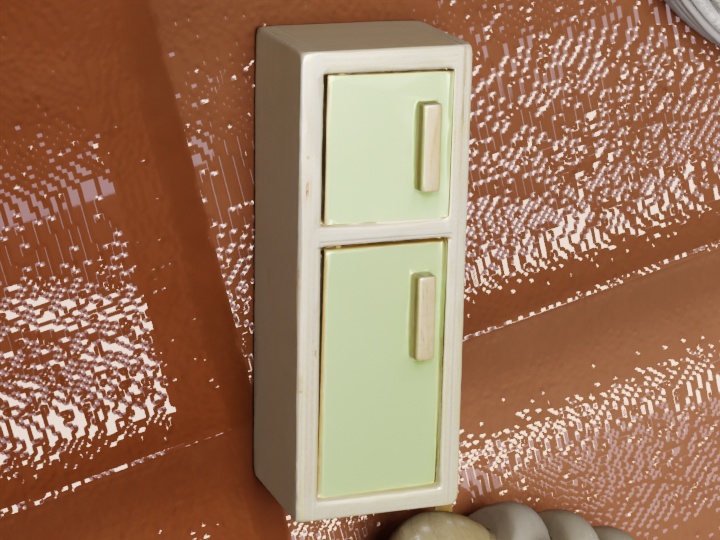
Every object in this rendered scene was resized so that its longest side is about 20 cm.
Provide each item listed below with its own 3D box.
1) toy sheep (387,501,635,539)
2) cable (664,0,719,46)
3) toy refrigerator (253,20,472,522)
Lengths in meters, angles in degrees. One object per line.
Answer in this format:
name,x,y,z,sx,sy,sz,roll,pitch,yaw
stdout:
toy sheep,0.089,0.173,0.988,0.200,0.138,0.138,40,89,-17
cable,0.208,-0.184,0.965,0.199,0.069,0.201,24,95,-24
toy refrigerator,0.000,0.000,0.939,0.076,0.070,0.201,-4,106,-19
